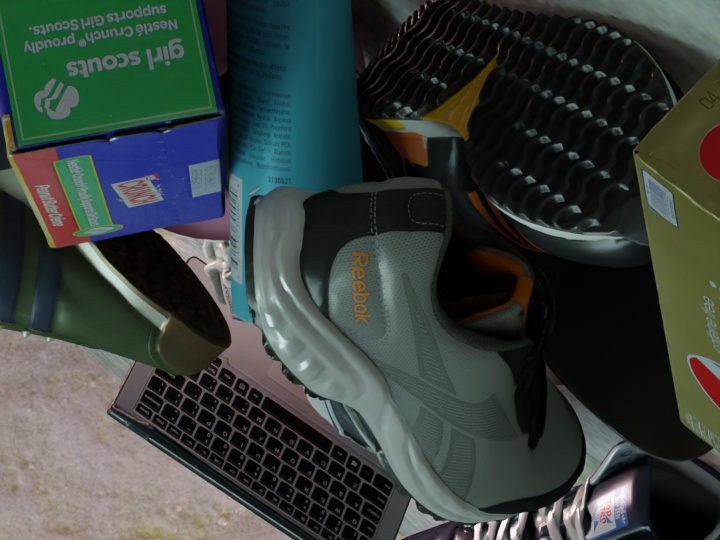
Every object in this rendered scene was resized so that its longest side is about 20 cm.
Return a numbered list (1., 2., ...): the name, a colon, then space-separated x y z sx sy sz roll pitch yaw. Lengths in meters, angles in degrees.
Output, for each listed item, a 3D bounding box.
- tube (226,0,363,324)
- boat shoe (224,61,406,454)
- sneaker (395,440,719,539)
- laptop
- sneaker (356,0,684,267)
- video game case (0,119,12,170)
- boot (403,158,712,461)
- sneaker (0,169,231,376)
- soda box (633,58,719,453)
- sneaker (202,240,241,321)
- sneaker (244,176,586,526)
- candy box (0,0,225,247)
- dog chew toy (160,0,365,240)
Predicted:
1. tube: -0.026 -0.081 0.793 0.077 0.050 0.200 24 122 53
2. boat shoe: 0.000 0.000 0.886 0.068 0.072 0.200 42 152 45
3. sneaker: 0.094 0.133 1.108 0.109 0.200 0.070 72 -165 -61
4. laptop: -0.031 0.088 1.259 0.187 0.200 0.116 36 138 -13
5. sneaker: 0.073 -0.035 0.769 0.090 0.070 0.200 42 176 -29
6. video game case: -0.164 -0.165 0.825 0.200 0.025 0.181 85 172 -54
7. boot: 0.083 0.026 0.955 0.187 0.064 0.200 55 170 19
8. sneaker: -0.153 -0.009 0.929 0.200 0.090 0.067 42 -162 -25
9. soda box: 0.132 0.005 0.669 0.064 0.068 0.200 39 169 24
10. sneaker: -0.054 -0.022 1.251 0.200 0.087 0.074 50 170 -24
11. sneaker: 0.037 0.031 0.782 0.079 0.074 0.200 -14 147 24
12. candy box: -0.101 -0.121 0.801 0.169 0.077 0.200 112 145 -79
13. dog chew toy: -0.076 -0.090 0.984 0.125 0.125 0.200 50 176 -29
